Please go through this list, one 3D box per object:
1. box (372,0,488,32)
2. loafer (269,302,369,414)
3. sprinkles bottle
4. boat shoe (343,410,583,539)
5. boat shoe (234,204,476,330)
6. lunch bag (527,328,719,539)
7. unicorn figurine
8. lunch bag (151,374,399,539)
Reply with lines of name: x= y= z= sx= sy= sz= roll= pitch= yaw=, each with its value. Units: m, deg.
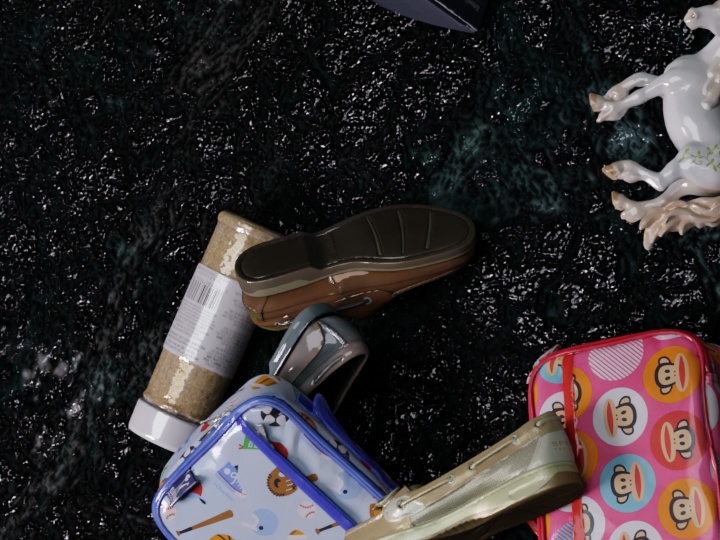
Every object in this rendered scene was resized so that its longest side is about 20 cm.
box: x=0.057 y=-0.314 z=1.664 sx=0.104 sy=0.148 sz=0.201 roll=20 pitch=88 yaw=29
loafer: x=-0.055 y=0.125 z=1.650 sx=0.063 sy=0.072 sz=0.201 roll=37 pitch=114 yaw=33
sprinkles bottle: x=-0.125 y=0.053 z=1.723 sx=0.068 sy=0.068 sz=0.201 roll=24 pitch=90 yaw=29
boat shoe: x=0.069 y=0.169 z=1.530 sx=0.200 sy=0.073 sz=0.064 roll=-27 pitch=65 yaw=26
boat shoe: x=0.000 y=0.000 z=1.674 sx=0.198 sy=0.068 sz=0.072 roll=-9 pitch=39 yaw=8
lunch bag: x=0.197 y=0.151 z=1.537 sx=0.175 sy=0.082 sz=0.202 roll=-12 pitch=73 yaw=29
unicorn figurine: x=0.247 y=-0.125 z=1.578 sx=0.136 sy=0.074 sz=0.202 roll=-13 pitch=87 yaw=14
lunch bag: x=-0.057 y=0.184 z=1.607 sx=0.200 sy=0.076 sz=0.160 roll=44 pitch=105 yaw=-10
